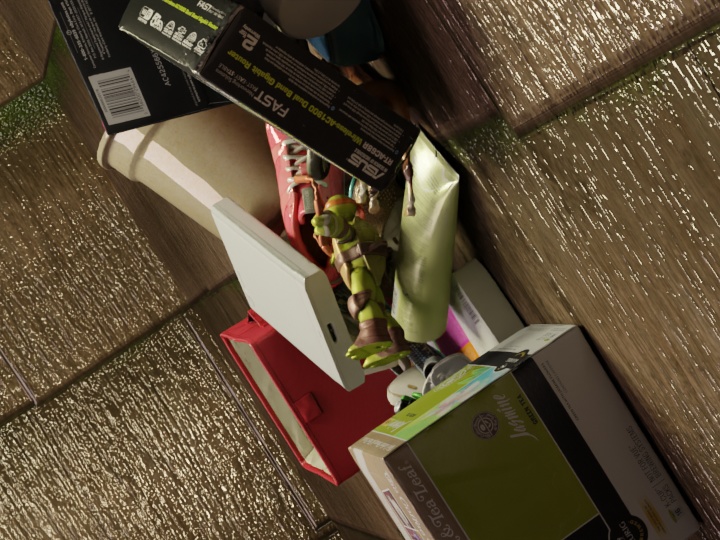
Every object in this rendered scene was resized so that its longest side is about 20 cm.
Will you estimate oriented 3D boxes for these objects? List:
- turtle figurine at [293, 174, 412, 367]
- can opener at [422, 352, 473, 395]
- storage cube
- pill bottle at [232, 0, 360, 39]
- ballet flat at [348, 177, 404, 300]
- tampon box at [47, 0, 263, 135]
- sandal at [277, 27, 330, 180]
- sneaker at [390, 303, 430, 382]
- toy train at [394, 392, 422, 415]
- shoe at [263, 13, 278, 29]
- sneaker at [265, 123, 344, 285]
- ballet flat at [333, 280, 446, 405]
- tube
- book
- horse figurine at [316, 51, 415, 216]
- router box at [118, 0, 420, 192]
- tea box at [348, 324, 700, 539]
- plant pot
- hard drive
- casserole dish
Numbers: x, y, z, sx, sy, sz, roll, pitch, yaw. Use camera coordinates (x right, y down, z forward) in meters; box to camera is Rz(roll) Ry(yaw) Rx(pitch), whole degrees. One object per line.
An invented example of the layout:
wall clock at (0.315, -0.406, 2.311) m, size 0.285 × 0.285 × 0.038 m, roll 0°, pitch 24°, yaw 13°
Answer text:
turtle figurine at (0.000, 0.000, 1.611) m, size 0.200 × 0.064 × 0.161 m, roll 73°, pitch -179°, yaw -74°
can opener at (0.139, 0.140, 1.638) m, size 0.200 × 0.053 × 0.067 m, roll 38°, pitch -166°, yaw -10°
storage cube at (-0.015, 0.094, 1.950) m, size 0.200 × 0.180 × 0.171 m, roll 59°, pitch 168°, yaw -8°
pill bottle at (-0.082, -0.267, 1.415) m, size 0.200 × 0.111 × 0.111 m, roll 50°, pitch 167°, yaw 30°
ballet flat at (0.034, -0.031, 1.738) m, size 0.065 × 0.071 × 0.200 m, roll 22°, pitch 158°, yaw 19°
tampon box at (-0.169, -0.239, 1.591) m, size 0.200 × 0.126 × 0.150 m, roll -84°, pitch -22°, yaw -55°
sandal at (-0.063, -0.160, 1.629) m, size 0.080 × 0.057 × 0.201 m, roll 86°, pitch 169°, yaw -58°
sneaker at (0.079, 0.117, 1.836) m, size 0.200 × 0.093 × 0.070 m, roll 56°, pitch 169°, yaw 3°
toy train at (0.120, 0.159, 1.691) m, size 0.200 × 0.042 × 0.056 m, roll 23°, pitch 170°, yaw -8°
shoe at (-0.149, -0.275, 1.768) m, size 0.200 × 0.071 × 0.091 m, roll 51°, pitch 165°, yaw 13°
sneaker at (-0.043, -0.081, 1.737) m, size 0.087 × 0.074 × 0.200 m, roll -73°, pitch -29°, yaw -82°
ballet flat at (0.035, 0.088, 1.739) m, size 0.200 × 0.074 × 0.074 m, roll 42°, pitch 163°, yaw 28°
tube at (0.058, -0.025, 1.595) m, size 0.058 × 0.052 × 0.200 m, roll 16°, pitch 133°, yaw 15°
book at (0.111, 0.072, 1.710) m, size 0.134 × 0.048 × 0.200 m, roll 57°, pitch 167°, yaw 5°
horse figurine at (0.009, -0.117, 1.560) m, size 0.200 × 0.050 × 0.133 m, roll -132°, pitch 35°, yaw -74°
router box at (-0.070, -0.149, 1.433) m, size 0.200 × 0.062 × 0.150 m, roll 31°, pitch -177°, yaw -37°
tea box at (0.132, 0.178, 1.530) m, size 0.200 × 0.197 × 0.134 m, roll 59°, pitch 168°, yaw -6°
plant pot at (-0.131, -0.119, 1.892) m, size 0.183 × 0.200 × 0.200 m, roll 43°, pitch 166°, yaw 8°
hard drive at (-0.070, 0.020, 1.758) m, size 0.200 × 0.026 × 0.132 m, roll 36°, pitch 152°, yaw 53°
casserole dish at (-0.051, -0.244, 1.539) m, size 0.200 × 0.039 × 0.121 m, roll 50°, pitch 167°, yaw 26°
